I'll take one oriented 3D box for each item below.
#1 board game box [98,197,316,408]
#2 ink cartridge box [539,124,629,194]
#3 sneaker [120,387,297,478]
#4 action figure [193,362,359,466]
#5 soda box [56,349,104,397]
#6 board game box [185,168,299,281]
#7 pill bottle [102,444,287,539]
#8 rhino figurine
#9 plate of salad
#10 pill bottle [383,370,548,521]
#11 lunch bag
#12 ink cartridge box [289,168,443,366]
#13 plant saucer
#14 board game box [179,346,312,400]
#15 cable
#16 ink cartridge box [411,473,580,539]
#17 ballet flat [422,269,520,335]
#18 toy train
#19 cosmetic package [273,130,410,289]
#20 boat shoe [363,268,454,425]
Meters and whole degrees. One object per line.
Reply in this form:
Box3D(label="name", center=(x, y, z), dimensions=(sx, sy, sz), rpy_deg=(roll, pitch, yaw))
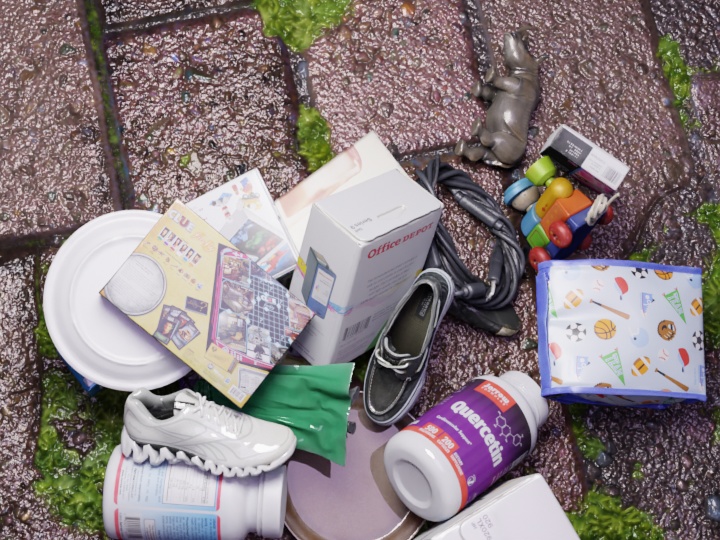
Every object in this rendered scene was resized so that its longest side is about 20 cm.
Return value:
Box3D(label="board game box", center=(-0.167, 0.036, 1.394), dimensions=(0.200, 0.035, 0.136), rpy_deg=(40, 82, -7))
Box3D(label="ink cartridge box", center=(0.270, -0.134, 1.552), dimensions=(0.094, 0.200, 0.037), rpy_deg=(34, 96, 2))
Box3D(label="sneaker", center=(-0.169, 0.176, 1.400), dimensions=(0.198, 0.075, 0.082), rpy_deg=(5, 120, 3))
Box3D(label="action figure", center=(-0.101, 0.147, 1.458), dimensions=(0.198, 0.055, 0.119), rpy_deg=(9, 94, 17))
Box3D(label="soda box", center=(-0.261, 0.063, 1.513), dimensions=(0.200, 0.068, 0.064), rpy_deg=(-38, 85, -12))
Box3D(label="board game box", center=(-0.179, -0.016, 1.467), dimensions=(0.199, 0.035, 0.127), rpy_deg=(-26, 83, 1))
Box3D(label="pill bottle", center=(-0.186, 0.257, 1.446), dimensions=(0.198, 0.109, 0.110), rpy_deg=(4, 77, 2))
Box3D(label="rhino figurine", center=(0.190, -0.224, 1.627), dimensions=(0.087, 0.060, 0.201), rpy_deg=(23, 74, -20))
Box3D(label="plate of salad", center=(-0.253, 0.034, 1.420), dimensions=(0.198, 0.048, 0.202), rpy_deg=(0, 88, -10))
Box3D(label="pill bottle", center=(0.129, 0.197, 1.481), dimensions=(0.199, 0.112, 0.113), rpy_deg=(-32, 81, -34))
Box3D(label="lunch bag", center=(0.304, 0.077, 1.536), dimensions=(0.198, 0.124, 0.172), rpy_deg=(5, 75, -19))
Box3D(label="ink cartridge box", center=(0.000, 0.000, 1.460), dimensions=(0.087, 0.201, 0.145), rpy_deg=(40, 44, 25))
Box3D(label="plant saucer", center=(-0.008, 0.246, 1.517), dimensions=(0.198, 0.032, 0.202), rpy_deg=(1, 77, -5))
Box3D(label="board game box", center=(-0.116, 0.145, 1.510), dimensions=(0.198, 0.032, 0.121), rpy_deg=(-4, 73, 1))
Box3D(label="cable", center=(0.132, -0.052, 1.554), dimensions=(0.162, 0.051, 0.201), rpy_deg=(2, 63, -38))
Box3D(label="ink cartridge box", center=(0.159, 0.331, 1.427), dimensions=(0.144, 0.200, 0.148), rpy_deg=(-30, 82, -11))
Box3D(label="ballet flat", center=(0.106, 0.031, 1.575), dimensions=(0.199, 0.057, 0.067), rpy_deg=(26, 37, -2))
Box3D(label="toy train", center=(0.244, -0.091, 1.534), dimensions=(0.084, 0.200, 0.116), rpy_deg=(-28, 74, -24))
Box3D(label="cosmetic package", center=(-0.042, -0.069, 1.549), dimensions=(0.199, 0.103, 0.087), rpy_deg=(-36, 83, -13))
Box3D(label="boat shoe", center=(0.045, 0.090, 1.472), dimensions=(0.072, 0.071, 0.201), rpy_deg=(24, 104, 20))
